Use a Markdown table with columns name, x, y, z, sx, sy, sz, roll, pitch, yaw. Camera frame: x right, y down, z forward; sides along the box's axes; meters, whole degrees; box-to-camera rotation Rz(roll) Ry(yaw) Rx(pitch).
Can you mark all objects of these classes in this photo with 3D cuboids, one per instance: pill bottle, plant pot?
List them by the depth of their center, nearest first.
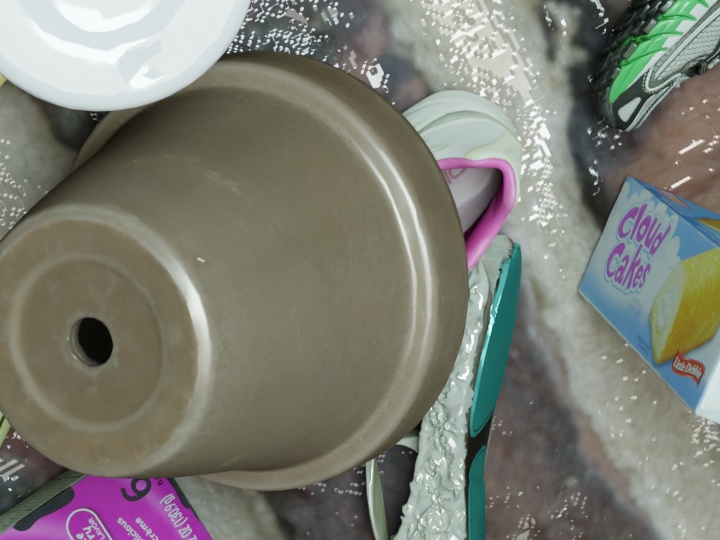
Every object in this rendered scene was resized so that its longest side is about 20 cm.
| name | x | y | z | sx | sy | sz | roll | pitch | yaw |
| --- | --- | --- | --- | --- | --- | --- | --- | --- | --- |
| pill bottle | -0.110 | -0.138 | 0.918 | 0.114 | 0.200 | 0.114 | -3 | 107 | -11 |
| plant pot | -0.075 | 0.015 | 0.998 | 0.200 | 0.175 | 0.200 | 6 | 104 | 24 |

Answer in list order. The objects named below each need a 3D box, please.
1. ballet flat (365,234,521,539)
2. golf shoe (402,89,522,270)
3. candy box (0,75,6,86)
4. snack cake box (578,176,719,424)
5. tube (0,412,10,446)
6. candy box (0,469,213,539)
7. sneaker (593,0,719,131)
| name | x | y | z | sx | sy | sz | roll | pitch | yaw |
| --- | --- | --- | --- | --- | --- | --- | --- | --- | --- |
| ballet flat | 0.035 | 0.079 | 1.132 | 0.072 | 0.072 | 0.200 | 3 | 104 | -11 |
| golf shoe | 0.000 | 0.000 | 1.090 | 0.075 | 0.092 | 0.200 | 40 | 97 | -19 |
| candy box | -0.164 | -0.170 | 1.033 | 0.117 | 0.056 | 0.200 | 41 | 96 | -18 |
| snack cake box | 0.187 | 0.027 | 1.072 | 0.115 | 0.200 | 0.067 | 20 | 100 | -15 |
| tube | -0.206 | 0.089 | 1.100 | 0.052 | 0.058 | 0.200 | 27 | 96 | 26 |
| candy box | -0.151 | 0.187 | 1.078 | 0.200 | 0.061 | 0.136 | -35 | 97 | -24 |
| sneaker | 0.196 | -0.127 | 1.091 | 0.200 | 0.078 | 0.085 | -36 | 98 | 1 |
